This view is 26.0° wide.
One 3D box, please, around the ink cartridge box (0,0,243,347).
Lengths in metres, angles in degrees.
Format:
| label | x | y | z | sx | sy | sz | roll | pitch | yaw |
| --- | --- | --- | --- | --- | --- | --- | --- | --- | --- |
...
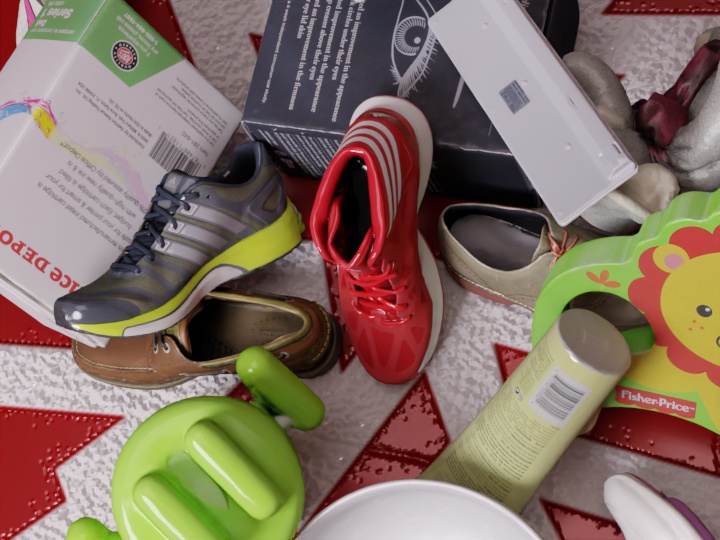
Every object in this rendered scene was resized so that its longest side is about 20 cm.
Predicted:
| label | x | y | z | sx | sy | sz | roll | pitch | yaw |
| --- | --- | --- | --- | --- | --- | --- | --- | --- | --- |
| ink cartridge box | -0.194 | -0.070 | 1.073 | 0.084 | 0.145 | 0.200 | 13 | 68 | 47 |

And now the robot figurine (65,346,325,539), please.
| label | x | y | z | sx | sy | sz | roll | pitch | yaw |
| --- | --- | --- | --- | --- | --- | --- | --- | --- | --- |
| robot figurine | -0.093 | 0.137 | 0.977 | 0.116 | 0.200 | 0.176 | 42 | 85 | 1 |

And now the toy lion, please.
| label | x | y | z | sx | sy | sz | roll | pitch | yaw |
| --- | --- | --- | --- | --- | --- | --- | --- | --- | --- |
| toy lion | 0.200 | 0.028 | 0.926 | 0.199 | 0.192 | 0.069 | 11 | 44 | 19 |

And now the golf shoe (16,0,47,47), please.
| label | x | y | z | sx | sy | sz | roll | pitch | yaw |
| --- | --- | --- | --- | --- | --- | --- | --- | --- | --- |
| golf shoe | -0.218 | -0.150 | 1.175 | 0.092 | 0.072 | 0.201 | -17 | 73 | 48 |

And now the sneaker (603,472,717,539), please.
| label | x | y | z | sx | sy | sz | roll | pitch | yaw |
| --- | --- | --- | --- | --- | --- | --- | --- | --- | --- |
| sneaker | 0.190 | 0.216 | 0.933 | 0.099 | 0.075 | 0.200 | -31 | 68 | 3 |

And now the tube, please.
| label | x | y | z | sx | sy | sz | roll | pitch | yaw |
| --- | --- | --- | --- | --- | --- | --- | --- | --- | --- |
| tube | 0.095 | 0.105 | 0.963 | 0.052 | 0.200 | 0.058 | 20 | 39 | -14 |

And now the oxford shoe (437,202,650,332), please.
| label | x | y | z | sx | sy | sz | roll | pitch | yaw |
| --- | --- | --- | --- | --- | --- | --- | --- | --- | --- |
| oxford shoe | 0.140 | 0.004 | 1.014 | 0.199 | 0.075 | 0.071 | 14 | 76 | 19 |

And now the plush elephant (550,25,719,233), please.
| label | x | y | z | sx | sy | sz | roll | pitch | yaw |
| --- | --- | --- | --- | --- | --- | --- | --- | --- | --- |
| plush elephant | 0.189 | -0.085 | 0.979 | 0.154 | 0.165 | 0.201 | -4 | 82 | 2 |

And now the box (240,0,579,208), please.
| label | x | y | z | sx | sy | sz | roll | pitch | yaw |
| --- | --- | --- | --- | --- | --- | --- | --- | --- | --- |
| box | 0.038 | -0.137 | 1.071 | 0.199 | 0.104 | 0.149 | 10 | 76 | 18 |

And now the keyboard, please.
| label | x | y | z | sx | sy | sz | roll | pitch | yaw |
| --- | --- | --- | --- | --- | --- | --- | --- | --- | --- |
| keyboard | 0.101 | -0.110 | 0.952 | 0.056 | 0.011 | 0.200 | -41 | 49 | 16 |

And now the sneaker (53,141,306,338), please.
| label | x | y | z | sx | sy | sz | roll | pitch | yaw |
| --- | --- | --- | --- | --- | --- | --- | --- | --- | --- |
| sneaker | -0.126 | -0.021 | 1.040 | 0.074 | 0.081 | 0.200 | 11 | 35 | 44 |

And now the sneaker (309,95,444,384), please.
| label | x | y | z | sx | sy | sz | roll | pitch | yaw |
| --- | --- | --- | --- | --- | --- | --- | --- | --- | --- |
| sneaker | 0.000 | 0.000 | 0.987 | 0.078 | 0.116 | 0.201 | 4 | 116 | 22 |

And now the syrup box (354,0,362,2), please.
| label | x | y | z | sx | sy | sz | roll | pitch | yaw |
| --- | --- | --- | --- | --- | --- | --- | --- | --- | --- |
| syrup box | 0.053 | -0.254 | 1.018 | 0.199 | 0.082 | 0.079 | -26 | 39 | -21 |

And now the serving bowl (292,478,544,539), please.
| label | x | y | z | sx | sy | sz | roll | pitch | yaw |
| --- | --- | --- | --- | --- | --- | --- | --- | --- | --- |
| serving bowl | 0.041 | 0.225 | 0.965 | 0.199 | 0.066 | 0.201 | 0 | 91 | 12 |

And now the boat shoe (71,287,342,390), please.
| label | x | y | z | sx | sy | sz | roll | pitch | yaw |
| --- | --- | --- | --- | --- | --- | --- | --- | --- | --- |
| boat shoe | -0.116 | 0.040 | 1.077 | 0.199 | 0.068 | 0.072 | -6 | 74 | 15 |
